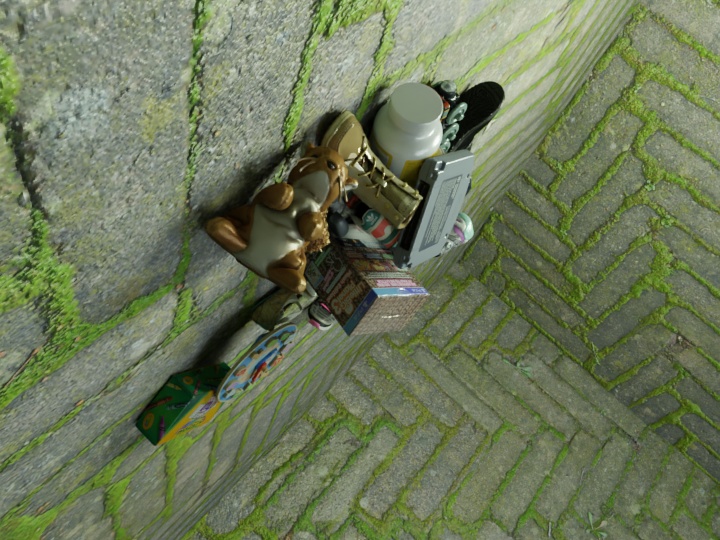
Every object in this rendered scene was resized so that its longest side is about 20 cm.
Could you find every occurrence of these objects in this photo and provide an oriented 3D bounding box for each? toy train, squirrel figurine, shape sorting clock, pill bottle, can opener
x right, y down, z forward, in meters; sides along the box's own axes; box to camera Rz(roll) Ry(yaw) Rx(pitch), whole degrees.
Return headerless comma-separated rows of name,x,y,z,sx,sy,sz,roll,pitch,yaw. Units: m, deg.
toy train,0.117,-0.254,1.090,0.114,0.085,0.200,-33,163,-23
squirrel figurine,-0.093,-0.079,0.812,0.187,0.141,0.200,-57,-176,-10
shape sorting clock,-0.192,0.176,1.137,0.200,0.039,0.200,-47,171,-10
pill bottle,0.069,-0.204,0.975,0.112,0.112,0.200,-43,168,-25
can opener,-0.051,-0.110,0.974,0.053,0.066,0.200,-47,164,-3

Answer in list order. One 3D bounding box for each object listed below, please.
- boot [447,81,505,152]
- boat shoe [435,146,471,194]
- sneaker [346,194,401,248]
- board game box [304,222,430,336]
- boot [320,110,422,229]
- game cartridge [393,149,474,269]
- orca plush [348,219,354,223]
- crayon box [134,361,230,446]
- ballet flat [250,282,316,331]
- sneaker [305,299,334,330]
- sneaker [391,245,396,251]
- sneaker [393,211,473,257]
boot,0.238,-0.314,1.328,0.211,0.080,0.158,-41,164,16
boat shoe,0.161,-0.179,1.100,0.092,0.075,0.200,-13,169,-3
sneaker,0.013,-0.116,1.080,0.070,0.093,0.200,-50,-150,11
board game box,-0.001,0.011,1.102,0.159,0.200,0.097,1,132,-50
boot,0.020,-0.141,0.888,0.073,0.155,0.200,-46,168,-9
game cartridge,0.126,-0.105,1.014,0.133,0.041,0.201,-29,143,-50
orca plush,0.027,-0.117,1.210,0.200,0.106,0.071,-33,136,20
crayon box,-0.317,0.245,1.131,0.119,0.058,0.200,-51,169,8
ballet flat,-0.128,0.049,1.185,0.200,0.071,0.071,-42,167,-32
sneaker,-0.068,0.078,1.498,0.088,0.074,0.200,-55,172,29
sneaker,0.000,0.000,1.250,0.091,0.078,0.200,11,137,-38
sneaker,0.107,-0.074,1.180,0.140,0.200,0.078,-36,120,-26
